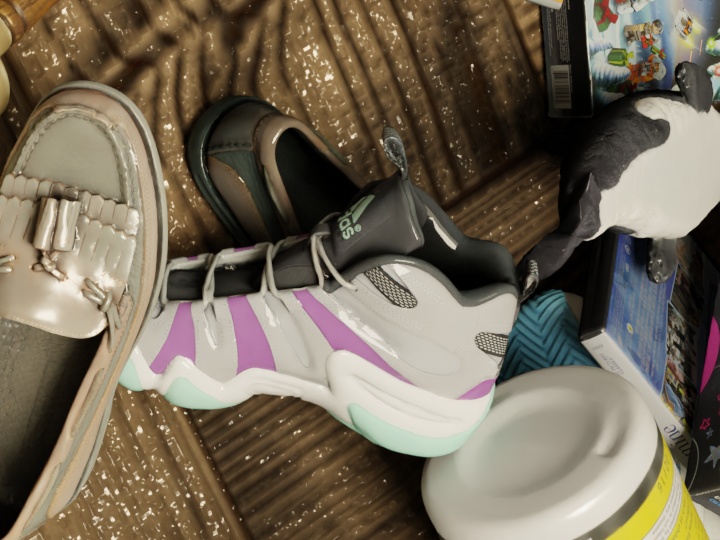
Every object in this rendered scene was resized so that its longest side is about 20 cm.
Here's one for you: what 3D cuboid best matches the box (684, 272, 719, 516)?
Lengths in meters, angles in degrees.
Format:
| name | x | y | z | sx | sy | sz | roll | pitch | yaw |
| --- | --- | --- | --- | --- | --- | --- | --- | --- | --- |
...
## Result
| name | x | y | z | sx | sy | sz | roll | pitch | yaw |
| --- | --- | --- | --- | --- | --- | --- | --- | --- | --- |
| box | 0.254 | 0.035 | 0.943 | 0.132 | 0.115 | 0.200 | 30 | 60 | -26 |

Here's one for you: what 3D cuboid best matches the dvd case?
| name | x | y | z | sx | sy | sz | roll | pitch | yaw |
| --- | --- | --- | --- | --- | --- | --- | --- | --- | --- |
| dvd case | 0.179 | 0.051 | 1.005 | 0.200 | 0.018 | 0.143 | 48 | 34 | -26 |

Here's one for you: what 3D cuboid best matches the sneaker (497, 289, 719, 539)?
| name | x | y | z | sx | sy | sz | roll | pitch | yaw |
| --- | --- | --- | --- | --- | --- | --- | --- | --- | --- |
| sneaker | 0.137 | 0.091 | 1.002 | 0.081 | 0.076 | 0.200 | -46 | 116 | -42 |

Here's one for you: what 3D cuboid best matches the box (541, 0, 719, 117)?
| name | x | y | z | sx | sy | sz | roll | pitch | yaw |
| --- | --- | --- | --- | --- | --- | --- | --- | --- | --- |
| box | 0.154 | -0.184 | 1.001 | 0.137 | 0.040 | 0.201 | -10 | 99 | -32 |

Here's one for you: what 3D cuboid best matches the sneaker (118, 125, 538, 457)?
| name | x | y | z | sx | sy | sz | roll | pitch | yaw |
| --- | --- | --- | --- | --- | --- | --- | --- | --- | --- |
| sneaker | -0.021 | -0.005 | 0.836 | 0.199 | 0.078 | 0.140 | 12 | 126 | -16 |

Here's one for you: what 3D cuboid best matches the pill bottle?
| name | x | y | z | sx | sy | sz | roll | pitch | yaw |
| --- | --- | --- | --- | --- | --- | --- | --- | --- | --- |
| pill bottle | 0.115 | 0.151 | 0.912 | 0.111 | 0.111 | 0.200 | -42 | 123 | -22 |

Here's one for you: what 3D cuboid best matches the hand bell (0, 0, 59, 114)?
| name | x | y | z | sx | sy | sz | roll | pitch | yaw |
| --- | --- | --- | --- | --- | --- | --- | --- | --- | --- |
| hand bell | -0.145 | -0.109 | 0.809 | 0.200 | 0.104 | 0.104 | -51 | 118 | -32 |

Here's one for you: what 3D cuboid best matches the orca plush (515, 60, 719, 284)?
| name | x | y | z | sx | sy | sz | roll | pitch | yaw |
| --- | --- | --- | --- | --- | --- | --- | --- | --- | --- |
| orca plush | 0.115 | -0.042 | 0.937 | 0.200 | 0.071 | 0.106 | -41 | 135 | -49 |

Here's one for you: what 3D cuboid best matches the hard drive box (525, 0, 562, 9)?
| name | x | y | z | sx | sy | sz | roll | pitch | yaw |
| --- | --- | --- | --- | --- | --- | --- | --- | --- | --- |
| hard drive box | 0.018 | -0.215 | 0.856 | 0.200 | 0.077 | 0.156 | 8 | 104 | -37 |

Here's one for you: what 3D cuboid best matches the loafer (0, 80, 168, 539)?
| name | x | y | z | sx | sy | sz | roll | pitch | yaw |
| --- | --- | --- | --- | --- | --- | --- | --- | --- | --- |
| loafer | -0.124 | 0.025 | 0.785 | 0.072 | 0.063 | 0.201 | 16 | 116 | 3 |

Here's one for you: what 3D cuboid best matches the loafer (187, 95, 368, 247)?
| name | x | y | z | sx | sy | sz | roll | pitch | yaw |
| --- | --- | --- | --- | --- | --- | --- | --- | --- | --- |
| loafer | 0.000 | 0.000 | 0.907 | 0.200 | 0.063 | 0.072 | 46 | 70 | -26 |
